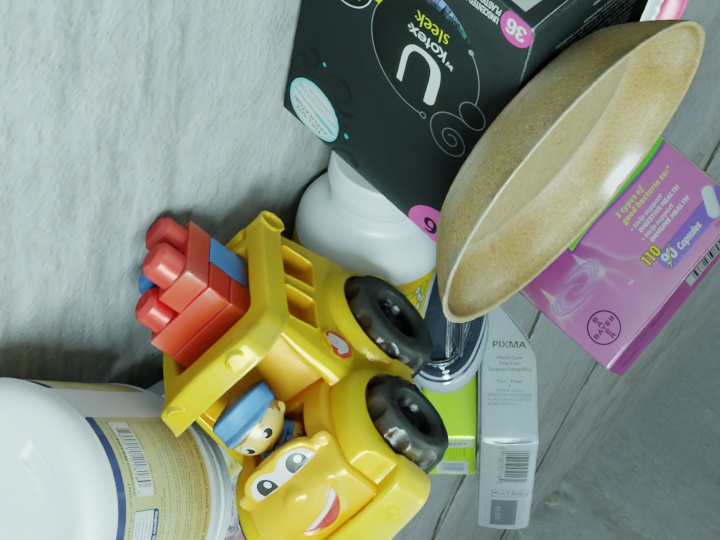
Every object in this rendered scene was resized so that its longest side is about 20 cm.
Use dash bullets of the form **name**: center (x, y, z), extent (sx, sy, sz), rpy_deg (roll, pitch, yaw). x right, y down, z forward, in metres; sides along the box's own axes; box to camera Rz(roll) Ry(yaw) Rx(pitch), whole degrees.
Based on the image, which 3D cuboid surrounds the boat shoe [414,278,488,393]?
- **boat shoe**: center (0.062, -0.016, 1.129), extent (0.091, 0.070, 0.202), rpy_deg (74, 19, -63)

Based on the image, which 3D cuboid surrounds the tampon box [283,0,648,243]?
- **tampon box**: center (0.059, -0.138, 0.836), extent (0.126, 0.150, 0.201), rpy_deg (-37, 159, -29)

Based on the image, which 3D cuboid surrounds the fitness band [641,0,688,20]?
- **fitness band**: center (0.219, -0.206, 1.157), extent (0.144, 0.037, 0.202), rpy_deg (-73, -175, -63)

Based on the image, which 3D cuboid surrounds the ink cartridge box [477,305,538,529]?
- **ink cartridge box**: center (0.118, 0.083, 1.214), extent (0.161, 0.047, 0.202), rpy_deg (83, 10, -58)

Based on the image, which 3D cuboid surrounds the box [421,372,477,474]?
- **box**: center (0.073, 0.057, 1.250), extent (0.122, 0.047, 0.202), rpy_deg (78, 12, -69)

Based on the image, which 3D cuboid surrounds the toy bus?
- **toy bus**: center (-0.058, 0.060, 0.891), extent (0.135, 0.201, 0.191), rpy_deg (-40, 122, 21)

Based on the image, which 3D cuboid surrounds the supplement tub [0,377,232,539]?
- **supplement tub**: center (-0.168, 0.138, 0.882), extent (0.145, 0.144, 0.200), rpy_deg (-50, 162, 8)

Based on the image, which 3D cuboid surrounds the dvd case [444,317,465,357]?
- **dvd case**: center (0.066, -0.064, 1.012), extent (0.149, 0.016, 0.202), rpy_deg (86, 7, -61)

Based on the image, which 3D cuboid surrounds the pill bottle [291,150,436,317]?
- **pill bottle**: center (0.000, 0.000, 1.046), extent (0.104, 0.104, 0.201), rpy_deg (-34, 149, -38)

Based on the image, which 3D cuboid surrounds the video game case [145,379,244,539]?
- **video game case**: center (-0.107, 0.160, 1.076), extent (0.143, 0.018, 0.202), rpy_deg (-29, 123, -51)

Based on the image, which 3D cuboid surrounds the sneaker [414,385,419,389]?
- **sneaker**: center (0.009, 0.059, 1.201), extent (0.067, 0.108, 0.202), rpy_deg (-36, 159, -31)

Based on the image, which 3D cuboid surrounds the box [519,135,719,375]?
- **box**: center (0.201, -0.043, 1.293), extent (0.176, 0.200, 0.097), rpy_deg (-49, 162, 7)

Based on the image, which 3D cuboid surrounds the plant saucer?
- **plant saucer**: center (0.102, -0.059, 0.794), extent (0.200, 0.035, 0.201), rpy_deg (-41, 161, -17)
